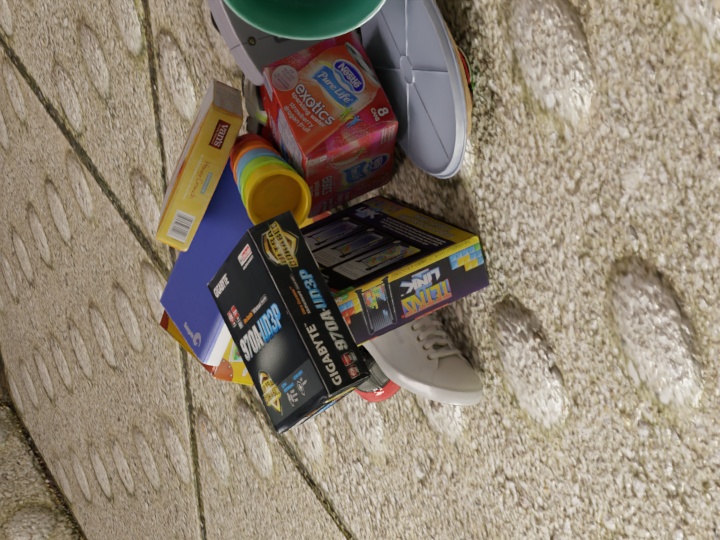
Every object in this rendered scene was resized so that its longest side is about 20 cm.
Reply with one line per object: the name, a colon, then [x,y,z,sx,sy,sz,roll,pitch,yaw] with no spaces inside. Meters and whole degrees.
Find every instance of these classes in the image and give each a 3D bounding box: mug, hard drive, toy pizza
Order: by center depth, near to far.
mug: [-0.030,-0.285,1.434,0.153,0.183,0.115,107,168,-47]
toy pizza: [0.054,-0.180,1.497,0.200,0.031,0.202,161,90,-73]
hard drive: [-0.140,-0.022,1.756,0.132,0.025,0.201,48,119,50]

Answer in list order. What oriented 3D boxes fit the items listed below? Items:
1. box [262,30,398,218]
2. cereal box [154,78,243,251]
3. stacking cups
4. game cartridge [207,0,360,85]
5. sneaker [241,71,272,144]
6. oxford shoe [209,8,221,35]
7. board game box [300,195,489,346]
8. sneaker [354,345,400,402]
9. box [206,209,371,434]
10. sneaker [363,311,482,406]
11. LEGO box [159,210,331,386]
box: [-0.029,-0.133,1.599,0.200,0.095,0.100,96,151,-76]
cereal box: [-0.162,-0.110,1.725,0.200,0.039,0.145,-112,45,-76]
stacking cups: [-0.093,-0.093,1.602,0.200,0.060,0.061,-122,20,-67]
game cartridge: [-0.085,-0.283,1.614,0.041,0.132,0.202,-4,104,68]
sneaker: [-0.073,-0.168,1.772,0.200,0.084,0.078,82,-157,-66]
oxford shoe: [-0.102,-0.255,1.785,0.200,0.057,0.076,28,130,57]
board game box: [0.000,0.000,1.601,0.200,0.164,0.057,28,136,61]
sneaker: [-0.025,0.043,1.798,0.201,0.071,0.098,59,-170,23]
box: [-0.067,0.051,1.519,0.160,0.046,0.200,64,160,6]
sneaker: [0.049,0.055,1.662,0.200,0.072,0.085,38,122,38]
LEGO box: [-0.125,0.000,1.821,0.149,0.077,0.202,36,109,54]
